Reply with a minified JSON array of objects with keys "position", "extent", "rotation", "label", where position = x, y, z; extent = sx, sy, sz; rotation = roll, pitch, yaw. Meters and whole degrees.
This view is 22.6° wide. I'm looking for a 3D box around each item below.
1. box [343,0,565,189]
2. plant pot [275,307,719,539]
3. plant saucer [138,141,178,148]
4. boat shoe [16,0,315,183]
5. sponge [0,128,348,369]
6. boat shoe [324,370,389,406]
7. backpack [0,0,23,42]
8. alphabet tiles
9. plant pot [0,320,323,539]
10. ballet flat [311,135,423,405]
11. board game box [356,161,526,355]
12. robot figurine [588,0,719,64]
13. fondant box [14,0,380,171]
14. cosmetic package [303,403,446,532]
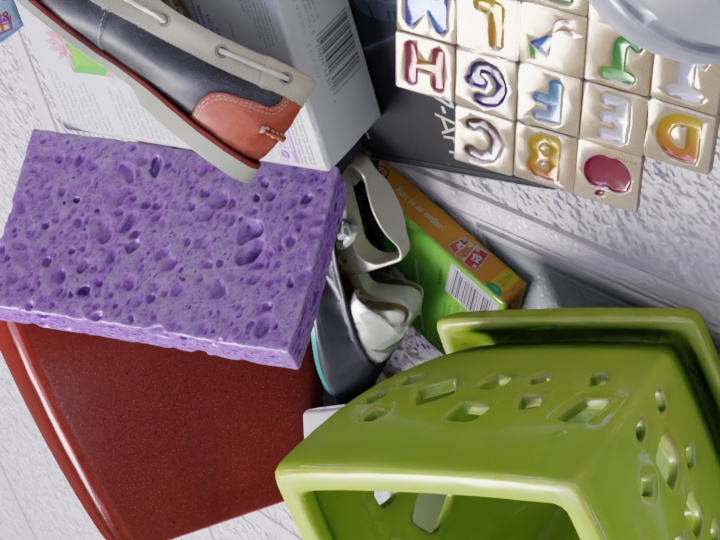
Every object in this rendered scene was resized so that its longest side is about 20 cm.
[{"position":[0.032,-0.144,0.920],"extent":[0.159,0.043,0.202],"rotation":[16,135,51],"label":"box"},{"position":[0.107,0.129,0.953],"extent":[0.197,0.182,0.202],"rotation":[-3,121,40],"label":"plant pot"},{"position":[-0.158,-0.183,1.117],"extent":[0.200,0.036,0.201],"rotation":[51,153,37],"label":"plant saucer"},{"position":[-0.113,-0.128,0.904],"extent":[0.199,0.063,0.071],"rotation":[39,-169,8],"label":"boat shoe"},{"position":[-0.112,-0.015,1.013],"extent":[0.198,0.113,0.030],"rotation":[8,160,20],"label":"sponge"},{"position":[-0.047,0.082,1.296],"extent":[0.200,0.066,0.072],"rotation":[26,143,43],"label":"boat shoe"},{"position":[-0.307,-0.240,1.198],"extent":[0.201,0.181,0.135],"rotation":[66,174,-31],"label":"backpack"},{"position":[0.089,-0.120,0.826],"extent":[0.165,0.006,0.202],"rotation":[18,133,22],"label":"alphabet tiles"},{"position":[-0.122,0.074,1.168],"extent":[0.200,0.198,0.178],"rotation":[164,89,-76],"label":"plant pot"},{"position":[0.000,0.000,1.068],"extent":[0.073,0.073,0.202],"rotation":[22,133,45],"label":"ballet flat"},{"position":[0.016,-0.022,1.114],"extent":[0.200,0.030,0.096],"rotation":[40,150,19],"label":"board game box"},{"position":[0.147,-0.145,0.658],"extent":[0.170,0.113,0.200],"rotation":[55,153,-2],"label":"robot figurine"},{"position":[-0.098,-0.139,0.975],"extent":[0.198,0.058,0.145],"rotation":[11,133,34],"label":"fondant box"},{"position":[0.032,0.183,1.092],"extent":[0.084,0.107,0.203],"rotation":[-10,78,47],"label":"cosmetic package"}]
